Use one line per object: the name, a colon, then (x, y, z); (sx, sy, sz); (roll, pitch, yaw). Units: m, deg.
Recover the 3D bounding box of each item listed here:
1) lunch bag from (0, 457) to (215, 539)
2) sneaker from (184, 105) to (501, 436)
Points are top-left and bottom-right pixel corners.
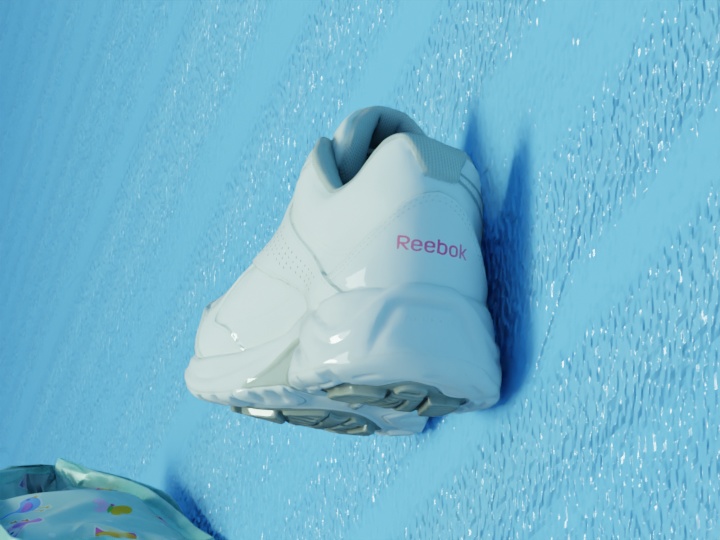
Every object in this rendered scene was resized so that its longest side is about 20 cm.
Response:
lunch bag: (-0.143, 0.189, 1.423); (0.200, 0.121, 0.172); (-160, 73, -71)
sneaker: (0.000, 0.000, 0.945); (0.200, 0.077, 0.100); (165, 115, -68)
